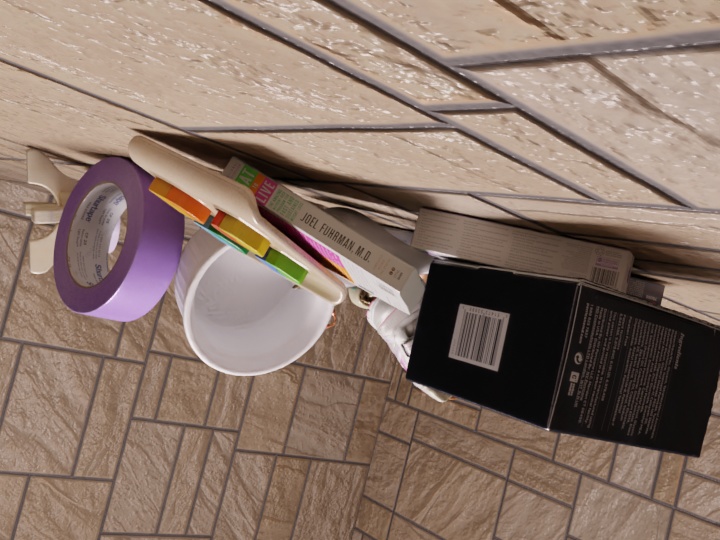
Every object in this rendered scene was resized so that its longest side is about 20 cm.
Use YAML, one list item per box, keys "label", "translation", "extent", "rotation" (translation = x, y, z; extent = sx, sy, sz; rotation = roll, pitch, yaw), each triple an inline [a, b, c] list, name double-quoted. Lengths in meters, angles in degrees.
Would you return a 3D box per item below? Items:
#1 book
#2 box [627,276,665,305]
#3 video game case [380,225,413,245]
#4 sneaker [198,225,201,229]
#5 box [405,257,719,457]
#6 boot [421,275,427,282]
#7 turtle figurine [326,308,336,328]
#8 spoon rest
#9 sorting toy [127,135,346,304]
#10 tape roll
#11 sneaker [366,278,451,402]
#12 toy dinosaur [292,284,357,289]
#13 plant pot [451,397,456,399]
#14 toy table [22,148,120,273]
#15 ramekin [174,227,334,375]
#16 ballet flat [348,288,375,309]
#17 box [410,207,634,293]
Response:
- label: "book"
  translation: [-0.033, -0.030, 0.798]
  extent: [0.199, 0.048, 0.134]
  rotation: [33, 176, 12]
- label: "box"
  translation: [0.213, 0.010, 0.917]
  extent: [0.198, 0.040, 0.137]
  rotation: [15, 178, -2]
- label: "video game case"
  translation: [0.036, -0.035, 1.116]
  extent: [0.179, 0.026, 0.200]
  rotation: [13, 177, 29]
- label: "sneaker"
  translation: [-0.176, -0.066, 1.185]
  extent: [0.087, 0.074, 0.200]
  rotation: [37, -169, -1]
- label: "box"
  translation: [0.182, 0.076, 0.757]
  extent: [0.195, 0.125, 0.199]
  rotation: [14, 178, -32]
- label: "boot"
  translation: [0.148, 0.062, 1.004]
  extent: [0.198, 0.156, 0.074]
  rotation: [10, 155, -8]
- label: "turtle figurine"
  translation: [-0.106, 0.007, 1.274]
  extent: [0.198, 0.163, 0.064]
  rotation: [15, 178, -26]
- label: "spoon rest"
  translation: [0.013, -0.022, 0.900]
  extent: [0.198, 0.100, 0.061]
  rotation: [4, 157, 29]
- label: "sorting toy"
  translation: [-0.121, -0.041, 0.814]
  extent: [0.184, 0.037, 0.200]
  rotation: [27, 167, 34]
- label: "tape roll"
  translation: [-0.312, -0.039, 1.064]
  extent: [0.199, 0.202, 0.065]
  rotation: [12, 176, 43]
- label: "sneaker"
  translation: [0.075, 0.082, 0.952]
  extent: [0.088, 0.081, 0.200]
  rotation: [51, 178, 40]
- label: "toy dinosaur"
  translation: [0.000, 0.000, 0.996]
  extent: [0.087, 0.048, 0.200]
  rotation: [-20, 180, 23]
- label: "plant pot"
  translation: [0.134, 0.074, 1.271]
  extent: [0.140, 0.202, 0.199]
  rotation: [33, -172, 33]
- label: "toy table"
  translation: [-0.446, -0.091, 1.267]
  extent: [0.116, 0.186, 0.199]
  rotation: [-3, 177, -28]
- label: "ramekin"
  translation: [-0.138, 0.022, 1.047]
  extent: [0.199, 0.202, 0.098]
  rotation: [16, -164, -34]
- label: "ballet flat"
  translation: [0.083, 0.031, 1.090]
  extent: [0.197, 0.070, 0.069]
  rotation: [1, 178, -5]
- label: "box"
  translation: [0.145, -0.017, 0.756]
  extent: [0.198, 0.042, 0.039]
  rotation: [13, 176, 24]
